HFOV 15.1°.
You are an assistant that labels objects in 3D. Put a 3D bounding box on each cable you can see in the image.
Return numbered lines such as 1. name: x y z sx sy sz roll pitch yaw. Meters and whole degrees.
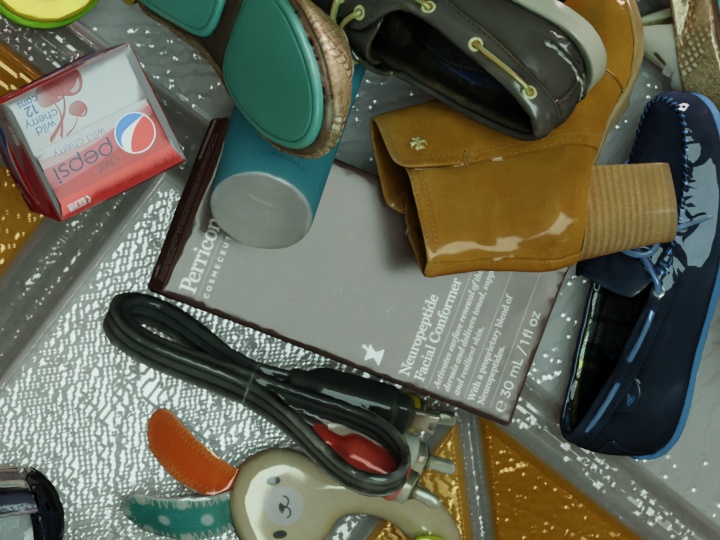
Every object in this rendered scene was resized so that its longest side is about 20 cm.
1. cable: -0.044 0.074 1.417 0.200 0.097 0.050 16 126 -2

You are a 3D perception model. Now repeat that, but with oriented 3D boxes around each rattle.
1. rattle: -0.023 0.150 1.401 0.200 0.143 0.130 42 99 -15

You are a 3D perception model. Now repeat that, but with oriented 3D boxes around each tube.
1. tube: -0.031 -0.095 1.386 0.077 0.050 0.200 28 43 -14

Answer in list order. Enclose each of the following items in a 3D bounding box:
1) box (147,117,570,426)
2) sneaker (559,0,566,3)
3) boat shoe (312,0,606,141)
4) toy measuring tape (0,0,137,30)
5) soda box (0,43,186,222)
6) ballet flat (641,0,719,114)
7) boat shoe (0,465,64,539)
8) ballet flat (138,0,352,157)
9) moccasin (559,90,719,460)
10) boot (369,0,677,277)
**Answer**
1. box: 0.000 0.000 1.430 0.200 0.075 0.100 21 88 -9
2. sneaker: 0.107 -0.171 1.383 0.200 0.071 0.080 -11 80 31
3. boat shoe: 0.022 -0.128 1.359 0.201 0.072 0.061 26 56 20
4. toy measuring tape: -0.199 -0.165 1.389 0.200 0.074 0.074 12 90 -11
5. soda box: -0.140 -0.067 1.335 0.070 0.200 0.063 -27 97 -8
6. ballet flat: 0.171 -0.155 1.468 0.065 0.071 0.200 -11 92 17
7. boat shoe: -0.245 0.150 1.379 0.200 0.093 0.075 -21 96 -9
8. ballet flat: -0.044 -0.117 1.317 0.065 0.200 0.071 5 121 -38
9. moccasin: 0.149 0.004 1.441 0.068 0.080 0.200 2 98 -25
10. boot: 0.075 -0.087 1.403 0.144 0.071 0.201 -4 55 -9
